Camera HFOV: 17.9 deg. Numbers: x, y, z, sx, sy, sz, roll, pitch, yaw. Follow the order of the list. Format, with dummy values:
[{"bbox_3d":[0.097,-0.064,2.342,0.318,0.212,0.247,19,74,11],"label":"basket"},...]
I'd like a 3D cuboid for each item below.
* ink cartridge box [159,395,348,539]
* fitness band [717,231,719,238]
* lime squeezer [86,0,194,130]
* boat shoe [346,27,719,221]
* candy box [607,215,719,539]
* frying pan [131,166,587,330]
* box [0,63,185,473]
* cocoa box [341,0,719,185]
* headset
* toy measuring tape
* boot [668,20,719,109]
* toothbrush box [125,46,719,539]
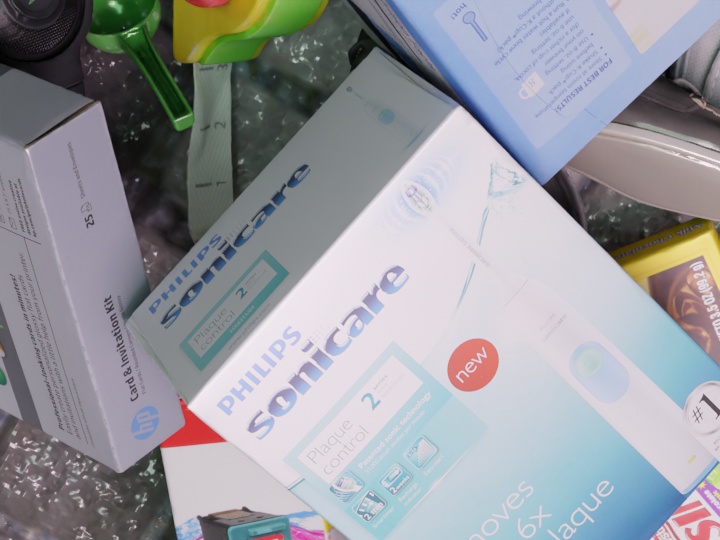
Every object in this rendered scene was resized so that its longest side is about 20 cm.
[{"bbox_3d":[-0.042,0.087,0.996,0.067,0.116,0.201,-7,107,5],"label":"ink cartridge box"},{"bbox_3d":[0.186,0.054,1.015,0.200,0.037,0.144,-41,102,16],"label":"fitness band"},{"bbox_3d":[-0.116,-0.134,0.955,0.038,0.071,0.200,-28,75,8],"label":"lime squeezer"},{"bbox_3d":[0.092,-0.072,0.948,0.199,0.067,0.057,16,70,10],"label":"boat shoe"},{"bbox_3d":[0.140,0.083,0.996,0.102,0.026,0.200,-21,108,12],"label":"candy box"},{"bbox_3d":[0.009,0.014,0.922,0.190,0.031,0.115,-33,112,-13],"label":"frying pan"},{"bbox_3d":[-0.165,-0.021,0.923,0.200,0.041,0.156,24,138,39],"label":"box"},{"bbox_3d":[0.078,-0.161,0.854,0.200,0.131,0.133,-43,137,0],"label":"cocoa box"},{"bbox_3d":[-0.176,-0.114,0.926,0.123,0.094,0.200,21,127,41],"label":"headset"},{"bbox_3d":[-0.044,-0.094,0.955,0.073,0.074,0.201,2,103,2],"label":"toy measuring tape"},{"bbox_3d":[0.185,-0.116,0.927,0.073,0.096,0.200,21,108,-4],"label":"boot"},{"bbox_3d":[0.034,0.037,0.878,0.146,0.085,0.200,-47,120,0],"label":"toothbrush box"}]
